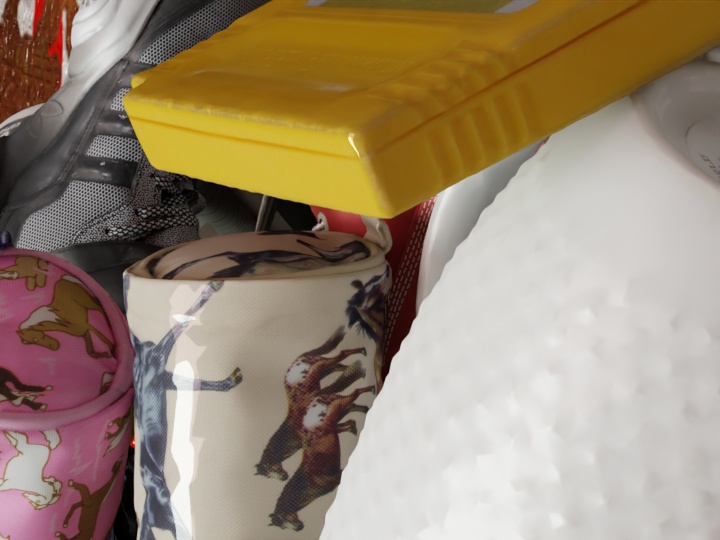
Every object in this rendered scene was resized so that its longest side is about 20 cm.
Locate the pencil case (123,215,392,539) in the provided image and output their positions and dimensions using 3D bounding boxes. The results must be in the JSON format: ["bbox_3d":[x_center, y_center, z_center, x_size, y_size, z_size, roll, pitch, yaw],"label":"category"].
[{"bbox_3d":[-0.023,0.084,0.759,0.078,0.089,0.201,6,100,63],"label":"pencil case"}]

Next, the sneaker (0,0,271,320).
[{"bbox_3d":[-0.066,-0.029,0.881,0.200,0.075,0.114,-46,69,-1],"label":"sneaker"}]

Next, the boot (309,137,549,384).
[{"bbox_3d":[0.000,0.000,0.818,0.144,0.072,0.201,31,116,14],"label":"boot"}]

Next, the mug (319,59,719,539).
[{"bbox_3d":[0.069,0.029,0.668,0.200,0.147,0.176,58,135,48],"label":"mug"}]

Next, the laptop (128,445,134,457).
[{"bbox_3d":[-0.118,0.155,1.105,0.116,0.200,0.187,-47,34,4],"label":"laptop"}]

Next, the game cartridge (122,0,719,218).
[{"bbox_3d":[0.047,-0.077,0.680,0.176,0.199,0.033,14,129,64],"label":"game cartridge"}]

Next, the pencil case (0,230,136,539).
[{"bbox_3d":[-0.128,0.082,0.829,0.087,0.083,0.201,45,141,25],"label":"pencil case"}]

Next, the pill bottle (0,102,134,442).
[{"bbox_3d":[-0.132,0.031,0.982,0.200,0.111,0.112,-68,2,-51],"label":"pill bottle"}]

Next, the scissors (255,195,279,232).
[{"bbox_3d":[-0.016,-0.081,0.908,0.200,0.014,0.074,-68,-11,-62],"label":"scissors"}]

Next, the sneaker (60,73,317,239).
[{"bbox_3d":[-0.024,-0.008,0.980,0.075,0.106,0.201,-35,83,33],"label":"sneaker"}]

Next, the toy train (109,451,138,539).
[{"bbox_3d":[-0.044,0.150,0.913,0.087,0.114,0.201,-131,39,-62],"label":"toy train"}]
